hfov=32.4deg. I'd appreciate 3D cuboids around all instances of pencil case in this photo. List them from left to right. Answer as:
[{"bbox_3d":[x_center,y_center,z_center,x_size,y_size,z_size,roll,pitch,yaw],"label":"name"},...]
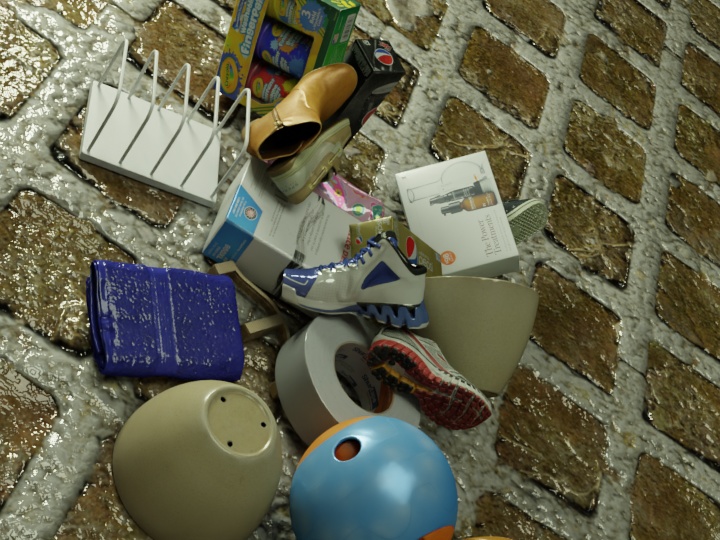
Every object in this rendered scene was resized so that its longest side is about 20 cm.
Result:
[{"bbox_3d":[-0.058,-0.117,1.807,0.199,0.087,0.088,37,42,-9],"label":"pencil case"}]

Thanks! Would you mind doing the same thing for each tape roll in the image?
[{"bbox_3d":[-0.015,0.154,1.611,0.199,0.066,0.202,29,40,-28],"label":"tape roll"}]

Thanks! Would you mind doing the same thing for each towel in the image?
[{"bbox_3d":[-0.243,0.068,1.541,0.198,0.049,0.150,7,63,-35],"label":"towel"}]

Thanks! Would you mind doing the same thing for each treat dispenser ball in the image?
[{"bbox_3d":[0.015,0.272,1.446,0.199,0.201,0.203,21,46,-23],"label":"treat dispenser ball"}]

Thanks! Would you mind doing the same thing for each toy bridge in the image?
[{"bbox_3d":[-0.130,0.076,1.636,0.067,0.027,0.202,-15,68,-44],"label":"toy bridge"}]

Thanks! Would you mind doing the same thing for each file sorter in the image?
[{"bbox_3d":[-0.263,-0.206,1.691,0.198,0.125,0.140,20,46,-24],"label":"file sorter"}]

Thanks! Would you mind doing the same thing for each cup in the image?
[{"bbox_3d":[0.148,0.101,1.736,0.198,0.199,0.146,13,74,-30],"label":"cup"}]

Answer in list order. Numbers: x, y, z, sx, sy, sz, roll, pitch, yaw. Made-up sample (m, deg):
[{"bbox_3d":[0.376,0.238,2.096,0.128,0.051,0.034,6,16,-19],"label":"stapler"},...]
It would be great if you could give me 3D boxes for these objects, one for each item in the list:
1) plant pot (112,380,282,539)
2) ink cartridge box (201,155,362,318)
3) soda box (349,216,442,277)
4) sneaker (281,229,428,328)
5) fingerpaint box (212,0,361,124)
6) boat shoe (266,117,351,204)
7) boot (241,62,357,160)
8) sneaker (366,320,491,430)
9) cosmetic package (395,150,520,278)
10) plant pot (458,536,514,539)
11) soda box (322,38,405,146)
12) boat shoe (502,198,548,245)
[{"bbox_3d":[-0.166,0.206,1.421,0.198,0.135,0.202,21,46,-24],"label":"plant pot"},{"bbox_3d":[-0.101,-0.043,1.713,0.198,0.084,0.146,31,42,-13],"label":"ink cartridge box"},{"bbox_3d":[0.053,-0.013,1.744,0.200,0.067,0.065,33,50,-62],"label":"soda box"},{"bbox_3d":[0.001,0.000,1.612,0.196,0.117,0.081,10,10,-1],"label":"sneaker"},{"bbox_3d":[-0.111,-0.326,1.812,0.166,0.202,0.073,30,28,17],"label":"fingerpaint box"},{"bbox_3d":[-0.064,-0.153,1.734,0.067,0.073,0.200,62,37,-15],"label":"boat shoe"},{"bbox_3d":[-0.069,-0.212,1.698,0.200,0.144,0.071,-33,113,-9],"label":"boot"},{"bbox_3d":[0.099,0.135,1.635,0.199,0.078,0.083,40,35,-18],"label":"sneaker"},{"bbox_3d":[0.147,-0.075,1.903,0.149,0.052,0.202,-16,59,2],"label":"cosmetic package"},{"bbox_3d":[0.189,0.420,1.498,0.182,0.200,0.202,8,50,-52],"label":"plant pot"},{"bbox_3d":[-0.018,-0.259,1.868,0.070,0.200,0.064,-6,61,-41],"label":"soda box"},{"bbox_3d":[0.209,-0.061,1.978,0.198,0.062,0.076,-27,116,-25],"label":"boat shoe"}]
